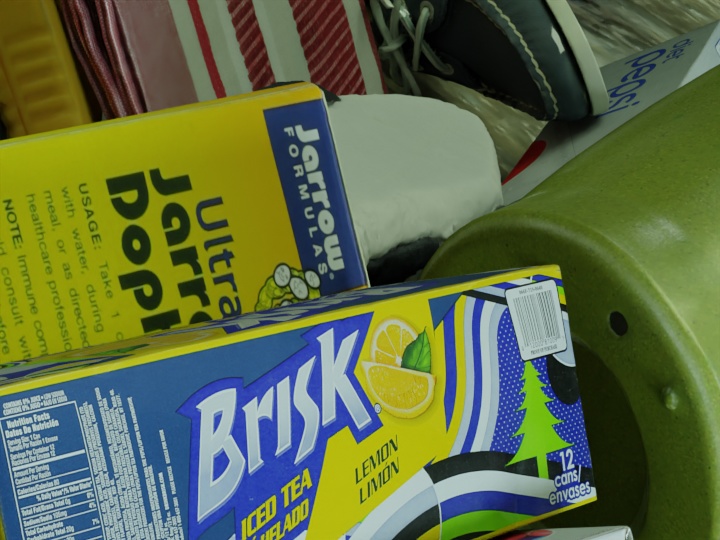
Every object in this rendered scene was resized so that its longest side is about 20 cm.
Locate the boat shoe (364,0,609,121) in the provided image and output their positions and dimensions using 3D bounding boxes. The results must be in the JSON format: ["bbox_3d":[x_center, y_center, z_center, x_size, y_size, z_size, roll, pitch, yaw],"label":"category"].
[{"bbox_3d":[0.027,-0.105,1.001,0.062,0.075,0.200,-26,41,-14],"label":"boat shoe"}]

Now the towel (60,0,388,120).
[{"bbox_3d":[-0.041,-0.076,0.882,0.023,0.144,0.200,-7,22,22],"label":"towel"}]

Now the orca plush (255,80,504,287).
[{"bbox_3d":[0.000,0.000,0.833,0.105,0.071,0.200,21,21,-8],"label":"orca plush"}]

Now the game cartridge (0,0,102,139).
[{"bbox_3d":[-0.125,-0.142,0.833,0.032,0.200,0.176,-15,16,1],"label":"game cartridge"}]

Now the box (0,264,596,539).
[{"bbox_3d":[-0.032,0.044,0.598,0.200,0.070,0.064,-11,92,-50],"label":"box"}]

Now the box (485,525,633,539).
[{"bbox_3d":[-0.054,0.100,0.606,0.200,0.156,0.041,-13,94,-48],"label":"box"}]

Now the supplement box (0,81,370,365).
[{"bbox_3d":[-0.099,0.025,0.664,0.200,0.109,0.110,-16,93,-49],"label":"supplement box"}]

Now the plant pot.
[{"bbox_3d":[0.121,0.024,0.752,0.193,0.200,0.200,-17,54,-38],"label":"plant pot"}]

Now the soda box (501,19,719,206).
[{"bbox_3d":[0.096,-0.022,0.948,0.063,0.068,0.200,61,30,-14],"label":"soda box"}]
